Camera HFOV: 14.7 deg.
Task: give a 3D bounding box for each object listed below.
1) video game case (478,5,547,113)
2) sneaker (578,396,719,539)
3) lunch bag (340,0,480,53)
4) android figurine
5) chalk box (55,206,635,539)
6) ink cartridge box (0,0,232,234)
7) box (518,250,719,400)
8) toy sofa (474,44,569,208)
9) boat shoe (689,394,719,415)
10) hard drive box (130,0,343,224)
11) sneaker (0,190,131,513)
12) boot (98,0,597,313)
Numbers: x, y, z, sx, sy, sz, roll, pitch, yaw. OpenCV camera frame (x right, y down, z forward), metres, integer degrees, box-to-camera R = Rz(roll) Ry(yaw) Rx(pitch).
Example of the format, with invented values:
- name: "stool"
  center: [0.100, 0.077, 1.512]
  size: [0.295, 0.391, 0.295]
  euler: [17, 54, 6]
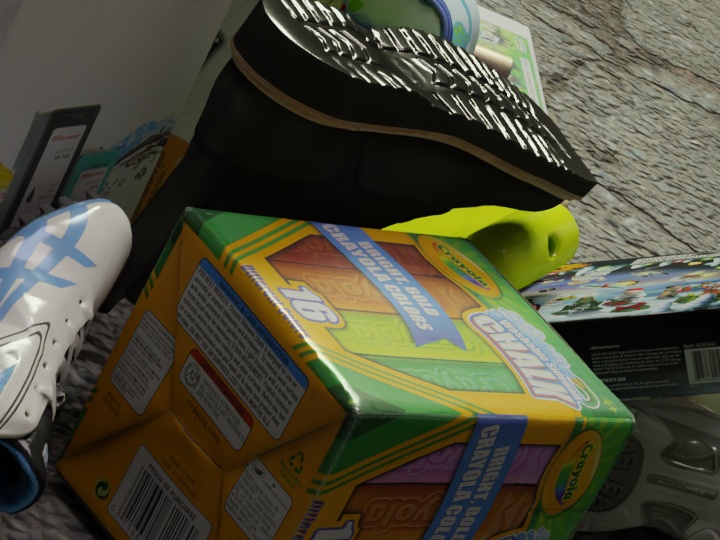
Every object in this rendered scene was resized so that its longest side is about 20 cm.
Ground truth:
- name: "video game case"
  center: [0.026, -0.142, 1.690]
  size: [0.181, 0.022, 0.200]
  euler: [23, 22, -11]
- name: "sneaker"
  center: [0.153, 0.086, 1.261]
  size: [0.199, 0.078, 0.099]
  euler: [24, 19, -11]
- name: "lunch bag"
  center: [-0.053, -0.113, 1.347]
  size: [0.199, 0.161, 0.082]
  euler: [31, 21, 7]
- name: "android figurine"
  center: [0.000, 0.000, 1.219]
  size: [0.181, 0.041, 0.200]
  euler: [-2, 12, 35]
- name: "chalk box"
  center: [0.011, 0.066, 1.070]
  size: [0.199, 0.124, 0.125]
  euler: [3, 33, -45]
- name: "ink cartridge box"
  center: [-0.168, -0.070, 1.067]
  size: [0.146, 0.201, 0.146]
  euler: [35, 23, 21]
- name: "box"
  center: [0.092, 0.026, 1.221]
  size: [0.199, 0.040, 0.137]
  euler: [-5, 9, 24]
- name: "toy sofa"
  center: [0.053, -0.077, 1.476]
  size: [0.082, 0.098, 0.200]
  euler: [20, 22, -16]
- name: "boat shoe"
  center: [0.166, 0.056, 1.338]
  size: [0.199, 0.071, 0.063]
  euler: [28, 33, -11]
- name: "hard drive box"
  center: [-0.126, -0.115, 1.276]
  size: [0.200, 0.156, 0.077]
  euler: [35, 23, 20]
- name: "sneaker"
  center: [-0.129, 0.044, 0.991]
  size: [0.072, 0.072, 0.200]
  euler: [31, 43, 5]
- name: "boot"
  center: [-0.008, -0.027, 1.123]
  size: [0.200, 0.139, 0.078]
  euler: [18, 27, -44]
